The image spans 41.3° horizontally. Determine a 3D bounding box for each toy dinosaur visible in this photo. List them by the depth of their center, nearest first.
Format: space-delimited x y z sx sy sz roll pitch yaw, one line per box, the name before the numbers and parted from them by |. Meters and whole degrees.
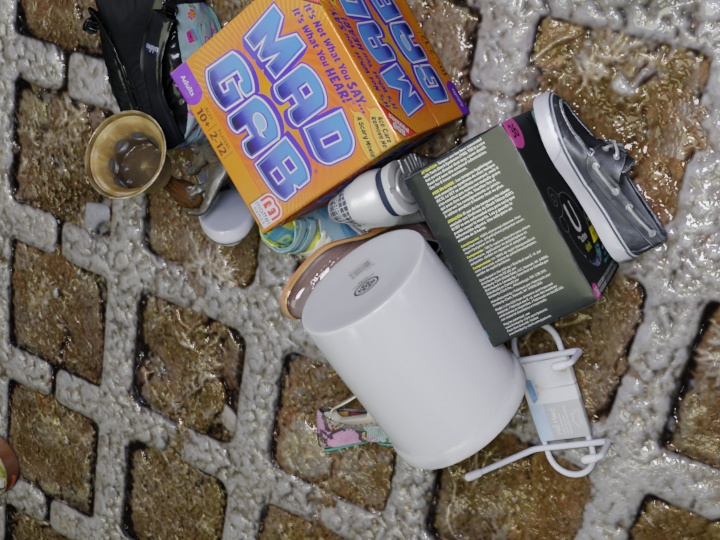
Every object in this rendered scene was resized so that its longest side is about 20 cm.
toy dinosaur | -0.158 -0.134 1.127 0.102 0.200 0.077 -30 100 32

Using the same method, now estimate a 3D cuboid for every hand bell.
hand bell | -0.239 -0.112 1.174 0.103 0.200 0.105 -4 78 16

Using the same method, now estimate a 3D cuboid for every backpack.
backpack | -0.236 -0.249 1.178 0.166 0.126 0.202 4 111 41

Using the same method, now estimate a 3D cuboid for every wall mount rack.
wall mount rack | 0.192 0.167 1.120 0.173 0.074 0.202 -15 98 33

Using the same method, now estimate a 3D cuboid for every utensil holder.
utensil holder | 0.056 0.082 1.021 0.169 0.171 0.200 -22 119 31

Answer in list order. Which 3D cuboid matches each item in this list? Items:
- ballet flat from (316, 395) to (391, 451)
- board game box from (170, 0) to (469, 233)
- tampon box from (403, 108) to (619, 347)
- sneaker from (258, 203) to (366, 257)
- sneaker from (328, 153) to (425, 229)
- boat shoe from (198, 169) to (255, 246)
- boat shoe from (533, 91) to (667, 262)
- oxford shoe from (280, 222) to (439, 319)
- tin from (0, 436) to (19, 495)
ballet flat | 0.020 0.189 1.224 0.199 0.069 0.072 -11 100 34
board game box | -0.039 -0.194 1.049 0.199 0.200 0.201 -30 91 32
tampon box | 0.165 -0.050 1.014 0.126 0.150 0.201 -27 93 27
sneaker | -0.053 -0.028 1.151 0.079 0.130 0.201 -39 88 31
sneaker | 0.031 -0.080 1.050 0.080 0.200 0.077 -23 83 19
boat shoe | -0.161 -0.067 1.178 0.073 0.200 0.066 -10 117 -4
boat shoe | 0.253 -0.106 0.999 0.068 0.072 0.201 -28 95 34
oxford shoe | 0.000 0.000 1.101 0.199 0.073 0.072 -32 120 -8
tin | -0.668 0.305 1.641 0.199 0.042 0.112 36 123 13
